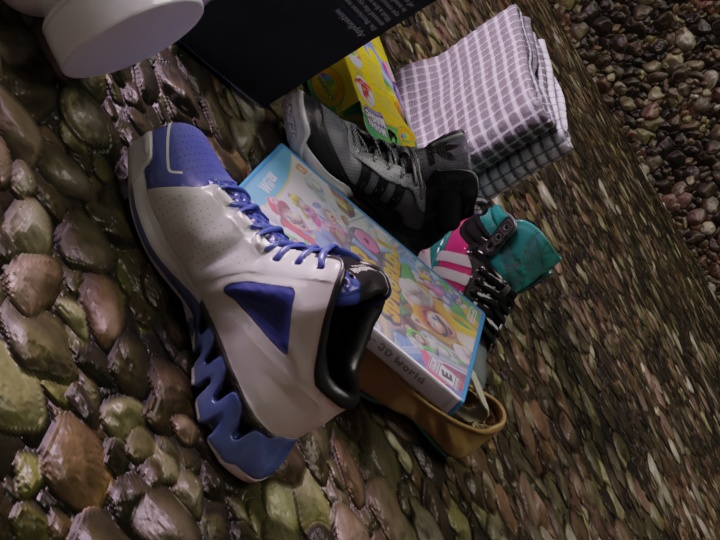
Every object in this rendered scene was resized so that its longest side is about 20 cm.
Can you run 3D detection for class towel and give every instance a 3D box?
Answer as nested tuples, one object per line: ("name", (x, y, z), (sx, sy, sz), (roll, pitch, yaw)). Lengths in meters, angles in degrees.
("towel", (0.113, -0.160, 1.158), (0.085, 0.165, 0.201), (39, 30, -34))

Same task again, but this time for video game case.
("video game case", (0.000, 0.000, 0.803), (0.199, 0.018, 0.143), (40, 24, -5))

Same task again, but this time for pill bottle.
("pill bottle", (-0.164, -0.212, 0.625), (0.202, 0.112, 0.112), (63, 21, 2))

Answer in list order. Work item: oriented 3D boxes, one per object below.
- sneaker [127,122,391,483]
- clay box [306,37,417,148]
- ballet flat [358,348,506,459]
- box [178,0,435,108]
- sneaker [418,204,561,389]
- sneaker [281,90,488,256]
("sneaker", (-0.046, 0.002, 0.647), (0.080, 0.114, 0.201), (14, 52, -65))
("clay box", (-0.012, -0.183, 1.046), (0.115, 0.047, 0.202), (25, 43, -59))
("ballet flat", (0.042, 0.073, 0.846), (0.200, 0.063, 0.069), (41, 29, -45))
("box", (-0.042, -0.264, 0.854), (0.117, 0.199, 0.198), (36, 34, -49))
("sneaker", (0.116, 0.016, 1.008), (0.084, 0.120, 0.201), (46, 27, -38))
("sneaker", (0.026, -0.087, 0.916), (0.200, 0.113, 0.076), (47, 25, -44))
